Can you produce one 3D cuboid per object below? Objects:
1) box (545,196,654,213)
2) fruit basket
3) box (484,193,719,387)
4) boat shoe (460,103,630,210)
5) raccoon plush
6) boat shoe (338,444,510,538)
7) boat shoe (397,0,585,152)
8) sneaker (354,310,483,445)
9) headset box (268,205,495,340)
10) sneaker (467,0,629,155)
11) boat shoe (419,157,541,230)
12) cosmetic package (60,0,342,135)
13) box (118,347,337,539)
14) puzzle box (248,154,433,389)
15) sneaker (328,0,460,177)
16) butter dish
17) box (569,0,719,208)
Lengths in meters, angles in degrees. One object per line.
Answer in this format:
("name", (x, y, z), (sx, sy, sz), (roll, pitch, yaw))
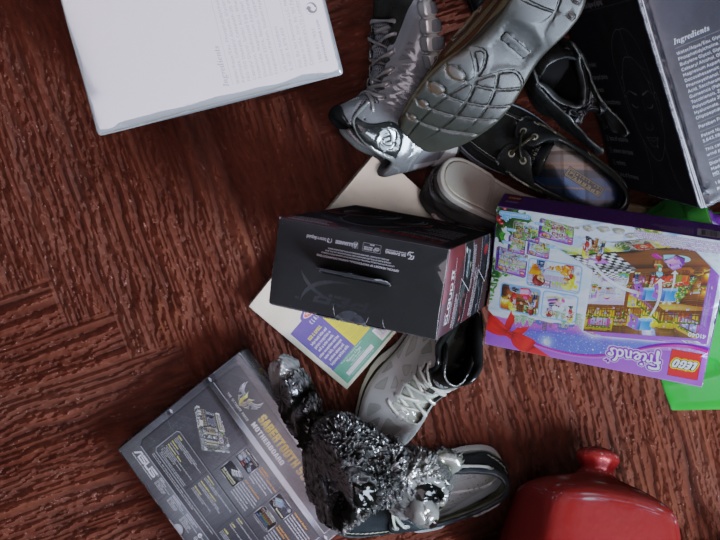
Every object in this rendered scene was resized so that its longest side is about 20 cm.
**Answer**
("box", (0.268, 0.016, 0.974), (0.196, 0.021, 0.166), (10, 100, -5))
("fruit basket", (0.358, 0.012, 0.903), (0.212, 0.156, 0.219), (4, 107, 13))
("box", (0.213, 0.016, 0.852), (0.197, 0.039, 0.139), (11, 116, 17))
("boat shoe", (0.169, -0.110, 0.914), (0.198, 0.057, 0.069), (28, 96, 3))
("raccoon plush", (0.013, 0.152, 0.909), (0.132, 0.097, 0.203), (-14, 77, -33))
("boat shoe", (0.055, 0.229, 0.981), (0.197, 0.060, 0.077), (-21, 103, 1))
("boat shoe", (0.113, -0.189, 0.840), (0.075, 0.074, 0.200), (38, 112, -22))
("sneaker", (0.054, 0.108, 0.931), (0.075, 0.115, 0.203), (27, 98, -8))
("headset box", (0.023, -0.003, 0.820), (0.146, 0.200, 0.076), (11, 100, 19))
("sneaker", (0.168, -0.200, 0.886), (0.060, 0.104, 0.201), (-33, 101, 3))
("boat shoe", (0.145, -0.040, 0.925), (0.198, 0.057, 0.068), (31, 62, -13))
("cosmetic package", (-0.127, -0.202, 0.819), (0.197, 0.199, 0.125), (-16, 102, -1))
("box", (-0.117, 0.204, 0.953), (0.158, 0.048, 0.201), (-38, 88, 3))
("puzzle box", (0.000, 0.000, 0.953), (0.133, 0.025, 0.200), (40, 96, -10))
("sneaker", (0.018, -0.181, 0.882), (0.114, 0.075, 0.203), (-20, 102, -18))
("butter dish", (0.226, 0.249, 0.953), (0.196, 0.200, 0.150), (14, 76, -5))
("box", (0.283, -0.178, 0.849), (0.122, 0.200, 0.199), (-23, 102, -1))
